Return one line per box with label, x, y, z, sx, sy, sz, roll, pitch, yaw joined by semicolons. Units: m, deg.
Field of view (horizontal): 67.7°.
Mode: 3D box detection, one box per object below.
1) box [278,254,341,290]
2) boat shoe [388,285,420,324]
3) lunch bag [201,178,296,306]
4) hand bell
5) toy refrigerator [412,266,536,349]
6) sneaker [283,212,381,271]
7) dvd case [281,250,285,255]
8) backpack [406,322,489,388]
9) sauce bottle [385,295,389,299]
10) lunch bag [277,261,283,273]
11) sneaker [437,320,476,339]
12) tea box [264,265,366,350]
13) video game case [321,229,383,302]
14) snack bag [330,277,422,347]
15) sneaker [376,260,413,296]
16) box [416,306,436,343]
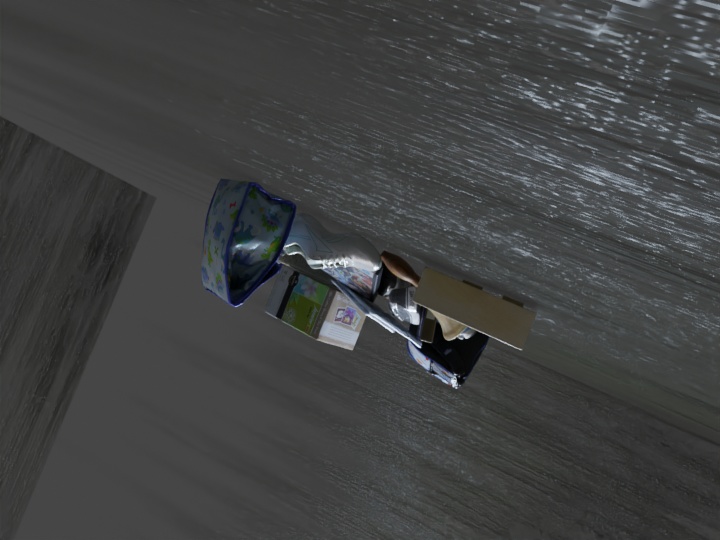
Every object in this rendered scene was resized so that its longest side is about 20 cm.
box;-0.114;-0.025;1.455;0.195;0.097;0.078;25;177;9
boat shoe;0.092;0.073;1.132;0.065;0.075;0.200;0;171;10
lunch bag;-0.215;-0.048;0.959;0.125;0.206;0.168;25;175;-32
hand bell;0.116;0.029;1.008;0.198;0.106;0.104;37;174;-9
toy refrigerator;0.193;0.059;0.915;0.195;0.072;0.076;24;-177;15
sneaker;-0.055;-0.032;0.978;0.195;0.081;0.071;21;146;16
dvd case;-0.241;-0.107;1.215;0.150;0.016;0.199;52;170;-22
backpack;0.210;0.174;1.340;0.188;0.201;0.156;33;150;13
sauce bottle;0.164;0.083;1.435;0.194;0.068;0.066;22;176;-4
lunch bag;-0.307;-0.091;1.595;0.167;0.126;0.200;26;-170;-27
sneaker;0.204;0.079;1.226;0.088;0.074;0.200;59;172;-17
tea box;-0.112;0.102;1.433;0.193;0.137;0.199;21;176;31
video game case;-0.038;-0.014;1.122;0.178;0.026;0.201;32;163;8
snack bag;0.036;0.098;1.252;0.198;0.022;0.188;36;-178;-38
sneaker;0.095;0.026;1.211;0.111;0.079;0.201;7;174;-4
box;0.148;0.089;1.159;0.031;0.126;0.200;11;175;4
